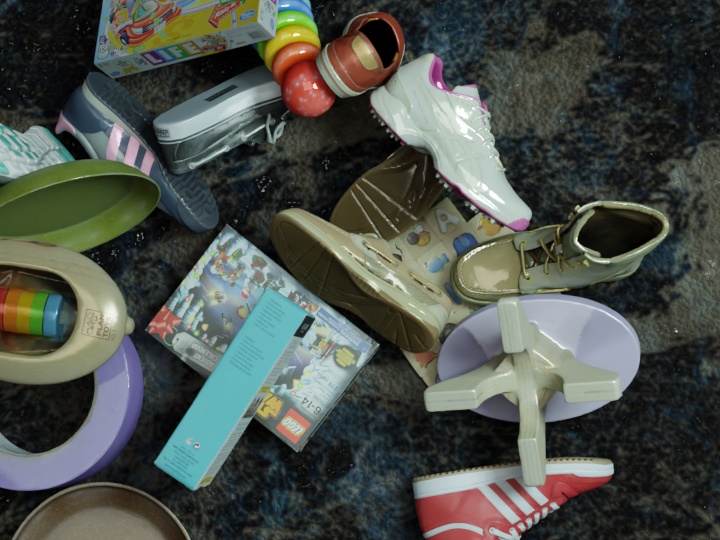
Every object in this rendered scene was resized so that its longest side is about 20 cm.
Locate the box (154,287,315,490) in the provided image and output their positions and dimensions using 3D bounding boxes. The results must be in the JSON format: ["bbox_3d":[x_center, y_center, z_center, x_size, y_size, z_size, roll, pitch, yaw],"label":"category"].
[{"bbox_3d":[-0.120,0.114,1.495,0.049,0.082,0.201,33,89,6],"label":"box"}]

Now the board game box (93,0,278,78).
[{"bbox_3d":[-0.171,-0.277,1.544,0.199,0.034,0.135,-10,63,28],"label":"board game box"}]

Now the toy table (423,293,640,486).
[{"bbox_3d":[0.163,0.099,1.476,0.199,0.117,0.185,-17,102,18],"label":"toy table"}]

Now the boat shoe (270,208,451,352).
[{"bbox_3d":[0.000,0.000,1.527,0.200,0.071,0.065,38,51,-6],"label":"boat shoe"}]

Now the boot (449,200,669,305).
[{"bbox_3d":[0.189,-0.018,1.495,0.198,0.155,0.073,-9,81,-4],"label":"boot"}]

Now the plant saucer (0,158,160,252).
[{"bbox_3d":[-0.294,-0.060,1.503,0.199,0.200,0.031,-20,74,0],"label":"plant saucer"}]

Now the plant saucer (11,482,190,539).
[{"bbox_3d":[-0.256,0.313,1.539,0.199,0.037,0.202,0,83,3],"label":"plant saucer"}]

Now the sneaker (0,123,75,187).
[{"bbox_3d":[-0.349,-0.090,1.514,0.091,0.200,0.078,-45,81,10],"label":"sneaker"}]

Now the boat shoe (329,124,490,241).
[{"bbox_3d":[0.055,-0.092,1.562,0.200,0.065,0.071,-38,90,14],"label":"boat shoe"}]

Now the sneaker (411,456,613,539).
[{"bbox_3d":[0.155,0.245,1.515,0.198,0.071,0.113,-9,79,9],"label":"sneaker"}]

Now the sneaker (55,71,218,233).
[{"bbox_3d":[-0.229,-0.105,1.582,0.082,0.070,0.200,-41,88,26],"label":"sneaker"}]

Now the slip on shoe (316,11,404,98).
[{"bbox_3d":[0.015,-0.219,1.516,0.061,0.200,0.074,-32,97,22],"label":"slip on shoe"}]

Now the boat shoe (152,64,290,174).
[{"bbox_3d":[-0.112,-0.156,1.565,0.199,0.073,0.069,-30,119,-26],"label":"boat shoe"}]

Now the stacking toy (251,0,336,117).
[{"bbox_3d":[-0.074,-0.225,1.524,0.085,0.086,0.201,-21,49,0],"label":"stacking toy"}]

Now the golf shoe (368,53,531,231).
[{"bbox_3d":[0.100,-0.124,1.477,0.200,0.075,0.092,45,99,7],"label":"golf shoe"}]

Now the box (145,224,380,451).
[{"bbox_3d":[-0.098,0.068,1.560,0.200,0.040,0.137,37,87,5],"label":"box"}]

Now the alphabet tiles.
[{"bbox_3d":[0.108,0.033,1.573,0.166,0.006,0.201,-37,84,-2],"label":"alphabet tiles"}]

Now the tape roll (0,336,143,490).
[{"bbox_3d":[-0.321,0.118,1.540,0.198,0.085,0.202,0,84,2],"label":"tape roll"}]

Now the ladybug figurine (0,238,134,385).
[{"bbox_3d":[-0.312,0.041,1.470,0.198,0.072,0.137,12,85,4],"label":"ladybug figurine"}]
